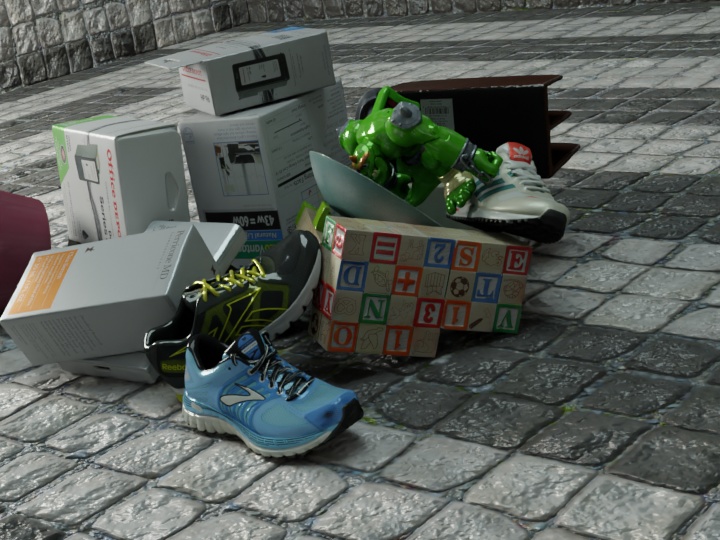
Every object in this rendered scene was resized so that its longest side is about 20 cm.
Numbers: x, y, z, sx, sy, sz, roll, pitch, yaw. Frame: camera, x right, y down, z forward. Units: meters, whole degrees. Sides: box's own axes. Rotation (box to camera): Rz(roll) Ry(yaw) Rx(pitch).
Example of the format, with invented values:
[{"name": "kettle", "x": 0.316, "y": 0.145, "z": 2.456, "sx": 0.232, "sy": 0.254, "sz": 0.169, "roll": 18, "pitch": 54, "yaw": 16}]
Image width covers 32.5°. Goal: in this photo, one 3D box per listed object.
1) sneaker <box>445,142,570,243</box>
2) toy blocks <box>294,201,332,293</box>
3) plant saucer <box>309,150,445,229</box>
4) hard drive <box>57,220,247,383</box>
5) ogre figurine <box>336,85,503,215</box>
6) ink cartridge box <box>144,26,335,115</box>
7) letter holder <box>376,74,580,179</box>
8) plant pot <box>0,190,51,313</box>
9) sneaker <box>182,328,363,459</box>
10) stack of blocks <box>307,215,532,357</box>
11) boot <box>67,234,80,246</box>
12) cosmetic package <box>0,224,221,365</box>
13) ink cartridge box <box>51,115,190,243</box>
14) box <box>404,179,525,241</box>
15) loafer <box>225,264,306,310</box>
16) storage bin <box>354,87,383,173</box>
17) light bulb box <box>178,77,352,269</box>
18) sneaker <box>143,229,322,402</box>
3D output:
[{"name": "sneaker", "x": 0.152, "y": -0.085, "z": 1.244, "sx": 0.069, "sy": 0.095, "sz": 0.199, "roll": 18, "pitch": -1, "yaw": -20}, {"name": "toy blocks", "x": 0.000, "y": 0.000, "z": 1.283, "sx": 0.135, "sy": 0.101, "sz": 0.200, "roll": 23, "pitch": 11, "yaw": -14}, {"name": "plant saucer", "x": 0.022, "y": -0.056, "z": 1.290, "sx": 0.199, "sy": 0.039, "sz": 0.201, "roll": 32, "pitch": -3, "yaw": 2}, {"name": "hard drive", "x": -0.218, "y": 0.028, "z": 1.299, "sx": 0.130, "sy": 0.027, "sz": 0.201, "roll": 3, "pitch": 47, "yaw": 33}, {"name": "ogre figurine", "x": 0.048, "y": -0.120, "z": 1.277, "sx": 0.099, "sy": 0.119, "sz": 0.200, "roll": -53, "pitch": 22, "yaw": 0}, {"name": "ink cartridge box", "x": -0.144, "y": -0.234, "z": 1.468, "sx": 0.197, "sy": 0.069, "sz": 0.116, "roll": -17, "pitch": 19, "yaw": -22}, {"name": "letter holder", "x": 0.138, "y": -0.169, "z": 1.402, "sx": 0.197, "sy": 0.102, "sz": 0.142, "roll": 1, "pitch": 18, "yaw": 27}, {"name": "plant pot", "x": -0.469, "y": -0.023, "z": 1.468, "sx": 0.176, "sy": 0.204, "sz": 0.199, "roll": -1, "pitch": 13, "yaw": -28}, {"name": "sneaker", "x": -0.086, "y": 0.099, "z": 1.055, "sx": 0.198, "sy": 0.091, "sz": 0.078, "roll": 7, "pitch": 24, "yaw": 37}, {"name": "stack of blocks", "x": 0.057, "y": 0.019, "z": 1.183, "sx": 0.197, "sy": 0.117, "sz": 0.059, "roll": 4, "pitch": 13, "yaw": -23}, {"name": "boot", "x": -0.348, "y": -0.035, "z": 1.639, "sx": 0.074, "sy": 0.075, "sz": 0.200, "roll": 1, "pitch": 21, "yaw": -20}, {"name": "cosmetic package", "x": -0.250, "y": 0.026, "z": 1.241, "sx": 0.197, "sy": 0.072, "sz": 0.102, "roll": -9, "pitch": 42, "yaw": 21}, {"name": "ink cartridge box", "x": -0.286, "y": -0.102, "z": 1.473, "sx": 0.083, "sy": 0.148, "sz": 0.199, "roll": -14, "pitch": 16, "yaw": -32}, {"name": "box", "x": 0.101, "y": -0.075, "z": 1.407, "sx": 0.197, "sy": 0.070, "sz": 0.082, "roll": 3, "pitch": 21, "yaw": 28}, {"name": "loafer", "x": -0.150, "y": 0.026, "z": 1.331, "sx": 0.197, "sy": 0.073, "sz": 0.073, "roll": 2, "pitch": 21, "yaw": 29}, {"name": "storage bin", "x": 0.087, "y": -0.132, "z": 1.592, "sx": 0.197, "sy": 0.147, "sz": 0.135, "roll": 9, "pitch": 31, "yaw": -8}, {"name": "light bulb box", "x": -0.101, "y": -0.112, "z": 1.515, "sx": 0.123, "sy": 0.203, "sz": 0.198, "roll": 0, "pitch": 20, "yaw": 30}, {"name": "sneaker", "x": -0.118, "y": 0.033, "z": 1.148, "sx": 0.200, "sy": 0.085, "sz": 0.074, "roll": -48, "pitch": 33, "yaw": -4}]
